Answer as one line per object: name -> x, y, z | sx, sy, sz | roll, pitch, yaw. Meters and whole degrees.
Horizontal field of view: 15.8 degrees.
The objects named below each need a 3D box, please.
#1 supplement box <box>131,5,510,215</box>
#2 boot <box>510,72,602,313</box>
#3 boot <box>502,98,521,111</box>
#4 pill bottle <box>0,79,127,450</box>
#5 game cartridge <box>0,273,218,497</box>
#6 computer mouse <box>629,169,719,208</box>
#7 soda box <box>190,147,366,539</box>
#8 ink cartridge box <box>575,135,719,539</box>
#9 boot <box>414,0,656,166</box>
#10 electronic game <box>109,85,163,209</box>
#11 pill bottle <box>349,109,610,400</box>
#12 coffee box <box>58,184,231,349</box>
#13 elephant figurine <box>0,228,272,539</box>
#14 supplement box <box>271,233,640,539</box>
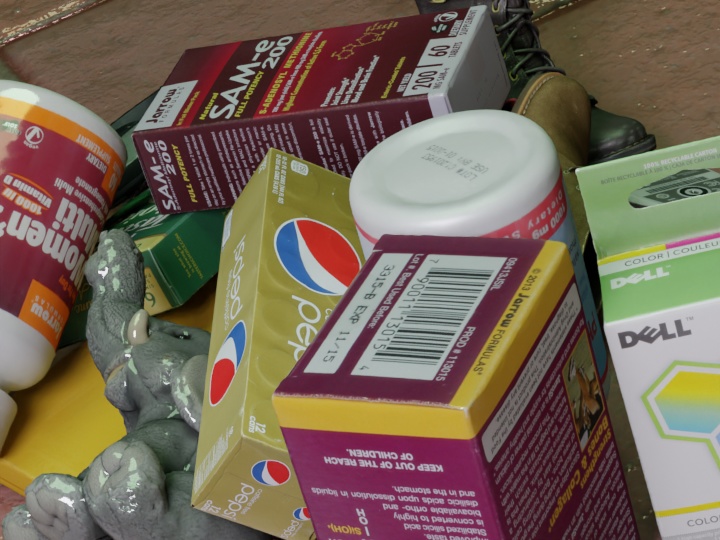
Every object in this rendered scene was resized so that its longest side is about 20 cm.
supplement box -> -0.022, -0.094, 1.523 | 0.199, 0.061, 0.109 | -7, 31, 22
boot -> 0.120, -0.038, 1.502 | 0.075, 0.074, 0.201 | -17, 44, 35
boot -> 0.042, -0.095, 1.607 | 0.144, 0.072, 0.201 | -29, 39, 26
pill bottle -> -0.215, 0.000, 1.493 | 0.109, 0.110, 0.201 | 6, 67, 33
game cartridge -> -0.108, 0.077, 1.508 | 0.200, 0.033, 0.176 | -37, 36, -26
computer mouse -> 0.212, -0.016, 1.477 | 0.109, 0.044, 0.200 | -14, 25, -27
soda box -> -0.036, 0.037, 1.313 | 0.067, 0.064, 0.201 | 21, 44, -17
ink cartridge box -> 0.176, 0.037, 1.258 | 0.103, 0.201, 0.059 | -12, 31, 9
boot -> 0.093, -0.152, 1.620 | 0.199, 0.175, 0.069 | 12, 27, 40
electronic game -> -0.161, -0.064, 1.682 | 0.200, 0.042, 0.200 | -36, 10, 7
pill bottle -> 0.067, 0.028, 1.327 | 0.108, 0.201, 0.109 | -13, 31, 8
coffee box -> -0.111, -0.027, 1.605 | 0.123, 0.044, 0.200 | -17, 18, 39
elephant figurine -> -0.089, 0.087, 1.361 | 0.141, 0.156, 0.200 | -9, 36, 33
supplement box -> 0.051, 0.100, 1.219 | 0.103, 0.201, 0.131 | 2, 35, 28
